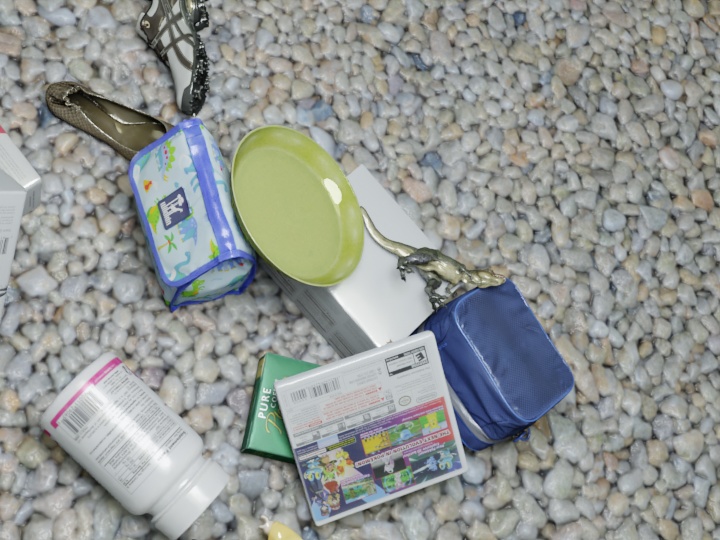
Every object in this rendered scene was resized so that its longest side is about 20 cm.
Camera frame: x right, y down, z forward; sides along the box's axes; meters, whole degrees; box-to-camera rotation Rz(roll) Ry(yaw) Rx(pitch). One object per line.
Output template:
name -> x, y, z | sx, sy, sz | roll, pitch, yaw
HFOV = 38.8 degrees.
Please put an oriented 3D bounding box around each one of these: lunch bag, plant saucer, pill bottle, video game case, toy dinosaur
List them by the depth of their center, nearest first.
pill bottle -> -0.248, 0.198, 1.140 | 0.200, 0.113, 0.113 | 44, 64, -2
plant saucer -> -0.077, -0.071, 1.178 | 0.199, 0.031, 0.201 | 26, 51, -36
lunch bag -> -0.192, -0.062, 1.198 | 0.127, 0.200, 0.171 | -15, 79, -23
video game case -> 0.015, 0.187, 1.213 | 0.199, 0.023, 0.184 | -18, 103, -11
toy dinosaur -> 0.078, -0.005, 1.232 | 0.199, 0.048, 0.088 | 26, 35, -7
lunch bag -> 0.163, 0.128, 1.301 | 0.135, 0.132, 0.201 | -25, 81, -41

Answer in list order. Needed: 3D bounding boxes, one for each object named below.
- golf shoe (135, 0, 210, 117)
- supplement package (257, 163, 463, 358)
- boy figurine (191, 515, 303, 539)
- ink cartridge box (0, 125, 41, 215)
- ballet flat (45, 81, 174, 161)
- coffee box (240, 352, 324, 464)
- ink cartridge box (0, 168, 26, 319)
golf shoe -> -0.245, -0.292, 1.335 | 0.094, 0.078, 0.202 | -3, 71, -2
supplement package -> 0.000, 0.000, 1.295 | 0.156, 0.111, 0.200 | -41, 90, -26
boy figurine -> -0.102, 0.346, 1.171 | 0.199, 0.064, 0.125 | 8, 70, -18
ink cartridge box -> -0.490, -0.093, 1.167 | 0.200, 0.083, 0.145 | -37, 87, -26
ballet flat -> -0.300, -0.185, 1.285 | 0.199, 0.046, 0.068 | 26, 67, -10
coffee box -> -0.039, 0.183, 1.257 | 0.199, 0.044, 0.124 | 14, 70, -15
ink cartridge box -> -0.449, -0.007, 1.070 | 0.083, 0.201, 0.145 | 33, 24, 35
